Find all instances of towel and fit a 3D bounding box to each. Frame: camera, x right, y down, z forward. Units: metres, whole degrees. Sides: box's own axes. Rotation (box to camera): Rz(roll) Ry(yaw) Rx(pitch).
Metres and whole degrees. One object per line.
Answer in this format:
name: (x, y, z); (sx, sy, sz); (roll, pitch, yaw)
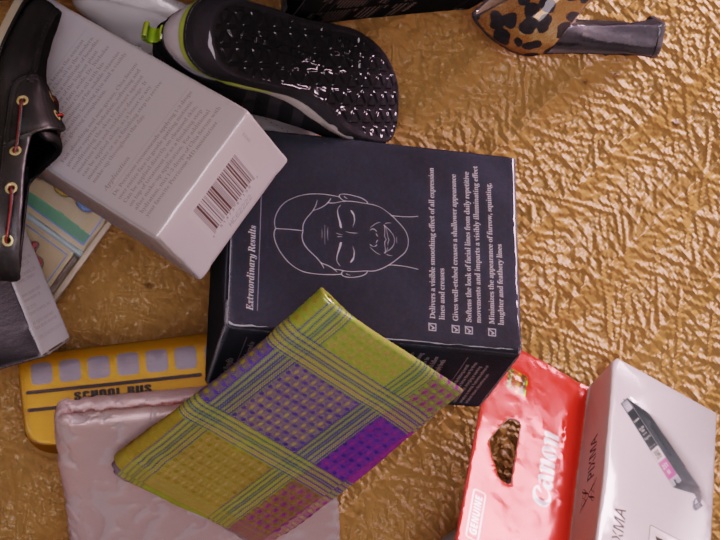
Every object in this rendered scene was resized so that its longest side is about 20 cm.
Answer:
towel: (-0.050, 0.102, 1.124); (0.200, 0.023, 0.143); (-40, 128, 22)
towel: (-0.108, 0.152, 1.193); (0.190, 0.032, 0.200); (-6, 133, -8)

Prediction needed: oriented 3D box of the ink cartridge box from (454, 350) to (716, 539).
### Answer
ink cartridge box: (0.162, 0.141, 1.203); (0.173, 0.200, 0.044); (29, 132, -13)

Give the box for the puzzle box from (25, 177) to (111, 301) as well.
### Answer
puzzle box: (-0.271, -0.068, 1.221); (0.200, 0.025, 0.133); (36, 88, -7)

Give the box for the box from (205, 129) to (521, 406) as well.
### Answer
box: (0.000, 0.000, 1.183); (0.199, 0.107, 0.149); (6, 64, -11)

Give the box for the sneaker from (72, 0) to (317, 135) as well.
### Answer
sneaker: (-0.119, -0.137, 1.214); (0.199, 0.075, 0.089); (25, 95, -9)

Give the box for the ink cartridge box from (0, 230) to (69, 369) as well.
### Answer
ink cartridge box: (-0.317, -0.015, 1.162); (0.197, 0.047, 0.201); (-17, 101, 26)

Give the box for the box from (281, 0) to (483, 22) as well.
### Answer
box: (0.021, -0.214, 1.159); (0.141, 0.200, 0.079); (-4, 93, -7)

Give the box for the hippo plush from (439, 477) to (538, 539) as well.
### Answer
hippo plush: (0.139, 0.228, 1.217); (0.200, 0.159, 0.161); (-34, 97, -3)

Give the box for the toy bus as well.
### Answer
toy bus: (-0.135, 0.089, 1.220); (0.199, 0.065, 0.079); (-7, 78, -6)

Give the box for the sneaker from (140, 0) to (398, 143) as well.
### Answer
sneaker: (-0.059, -0.137, 1.166); (0.200, 0.083, 0.072); (23, 73, -41)

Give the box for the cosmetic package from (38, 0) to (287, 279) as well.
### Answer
cosmetic package: (-0.158, -0.089, 1.135); (0.200, 0.071, 0.102); (32, 81, 29)

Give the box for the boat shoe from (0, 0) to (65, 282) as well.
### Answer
boat shoe: (-0.215, -0.083, 1.079); (0.063, 0.074, 0.202); (12, 62, -3)

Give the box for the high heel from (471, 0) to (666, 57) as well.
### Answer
high heel: (0.155, -0.251, 1.235); (0.142, 0.071, 0.201); (1, 102, -13)
